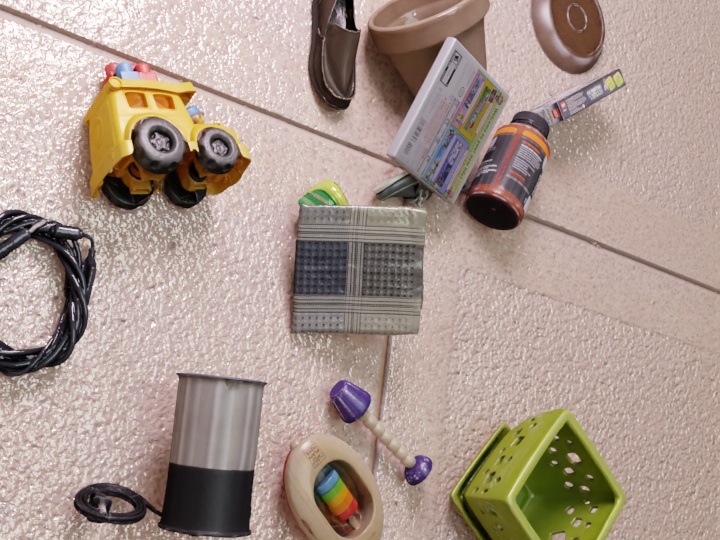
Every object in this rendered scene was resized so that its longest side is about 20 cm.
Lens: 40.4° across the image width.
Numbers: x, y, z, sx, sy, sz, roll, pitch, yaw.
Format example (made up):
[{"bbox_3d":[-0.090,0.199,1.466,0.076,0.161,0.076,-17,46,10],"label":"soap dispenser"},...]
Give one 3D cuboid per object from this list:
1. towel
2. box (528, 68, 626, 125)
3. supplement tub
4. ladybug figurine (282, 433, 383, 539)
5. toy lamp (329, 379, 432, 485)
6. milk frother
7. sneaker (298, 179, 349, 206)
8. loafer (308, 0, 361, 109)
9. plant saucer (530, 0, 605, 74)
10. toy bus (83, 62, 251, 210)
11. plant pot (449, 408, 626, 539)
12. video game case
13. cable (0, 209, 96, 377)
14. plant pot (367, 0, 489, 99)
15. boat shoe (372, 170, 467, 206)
[{"bbox_3d":[0.000,0.000,1.434,0.196,0.035,0.196,2,99,-9],"label":"towel"},{"bbox_3d":[0.383,-0.307,1.781,0.199,0.109,0.035,-31,100,-34],"label":"box"},{"bbox_3d":[0.260,-0.176,1.673,0.107,0.106,0.202,39,63,-24],"label":"supplement tub"},{"bbox_3d":[-0.046,0.319,1.390,0.135,0.071,0.202,-39,105,-34],"label":"ladybug figurine"},{"bbox_3d":[0.030,0.241,1.468,0.200,0.058,0.059,45,60,-21],"label":"toy lamp"},{"bbox_3d":[-0.232,0.221,1.208,0.198,0.179,0.192,13,78,-40],"label":"milk frother"},{"bbox_3d":[-0.037,-0.035,1.469,0.082,0.074,0.203,-22,105,-3],"label":"sneaker"},{"bbox_3d":[-0.036,-0.351,1.511,0.072,0.071,0.204,-1,83,-35],"label":"loafer"},{"bbox_3d":[0.407,-0.480,1.877,0.197,0.032,0.204,6,80,-35],"label":"plant saucer"},{"bbox_3d":[-0.266,-0.192,1.299,0.197,0.135,0.195,-2,68,-38],"label":"toy bus"},{"bbox_3d":[0.267,0.357,1.542,0.200,0.180,0.200,-45,107,-31],"label":"plant pot"},{"bbox_3d":[0.139,-0.227,1.517,0.181,0.022,0.202,30,87,-48],"label":"video game case"},{"bbox_3d":[-0.410,0.027,1.193,0.161,0.050,0.204,21,71,-31],"label":"cable"},{"bbox_3d":[0.128,-0.353,1.579,0.200,0.198,0.177,-43,125,-32],"label":"plant pot"},{"bbox_3d":[0.103,-0.138,1.576,0.198,0.072,0.063,-24,92,-41],"label":"boat shoe"}]
